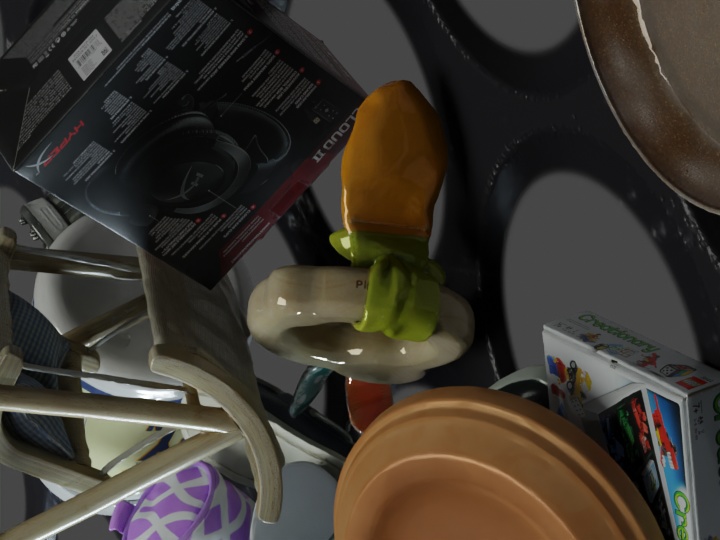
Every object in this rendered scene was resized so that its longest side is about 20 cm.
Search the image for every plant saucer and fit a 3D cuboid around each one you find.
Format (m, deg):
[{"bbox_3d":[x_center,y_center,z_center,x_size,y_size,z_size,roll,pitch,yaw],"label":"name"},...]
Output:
[{"bbox_3d":[0.159,-0.124,1.240,0.200,0.032,0.201,42,141,47],"label":"plant saucer"},{"bbox_3d":[0.066,0.156,1.414,0.200,0.037,0.201,16,120,29],"label":"plant saucer"}]

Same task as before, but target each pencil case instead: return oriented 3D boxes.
[{"bbox_3d":[-0.067,0.201,1.733,0.085,0.084,0.200,-20,127,38],"label":"pencil case"}]

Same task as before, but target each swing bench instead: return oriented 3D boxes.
[{"bbox_3d":[-0.156,0.059,1.620,0.199,0.199,0.130,-111,12,-62],"label":"swing bench"}]

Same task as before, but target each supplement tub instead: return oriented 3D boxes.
[{"bbox_3d":[-0.154,0.063,1.853,0.145,0.145,0.200,61,155,24],"label":"supplement tub"}]

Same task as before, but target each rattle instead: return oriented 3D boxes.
[{"bbox_3d":[0.000,0.000,1.583,0.200,0.130,0.143,66,-169,-73],"label":"rattle"}]

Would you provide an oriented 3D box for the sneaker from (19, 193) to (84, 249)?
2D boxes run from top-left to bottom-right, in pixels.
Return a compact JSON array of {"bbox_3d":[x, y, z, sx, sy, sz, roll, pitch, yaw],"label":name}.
[{"bbox_3d":[-0.173,-0.022,1.940,0.067,0.090,0.200,49,173,17],"label":"sneaker"}]

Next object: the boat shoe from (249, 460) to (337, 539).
[{"bbox_3d":[-0.021,0.214,1.669,0.066,0.070,0.201,119,135,-82],"label":"boat shoe"}]

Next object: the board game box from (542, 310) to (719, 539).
[{"bbox_3d":[0.147,0.132,1.416,0.126,0.035,0.201,27,129,56],"label":"board game box"}]

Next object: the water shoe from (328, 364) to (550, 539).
[{"bbox_3d":[0.048,0.130,1.495,0.072,0.079,0.200,48,122,6],"label":"water shoe"}]

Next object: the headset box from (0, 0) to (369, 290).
[{"bbox_3d":[-0.098,-0.090,1.568,0.149,0.200,0.077,-47,50,10],"label":"headset box"}]

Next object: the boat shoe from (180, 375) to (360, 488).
[{"bbox_3d":[-0.022,0.126,1.716,0.200,0.062,0.075,28,122,28],"label":"boat shoe"}]
